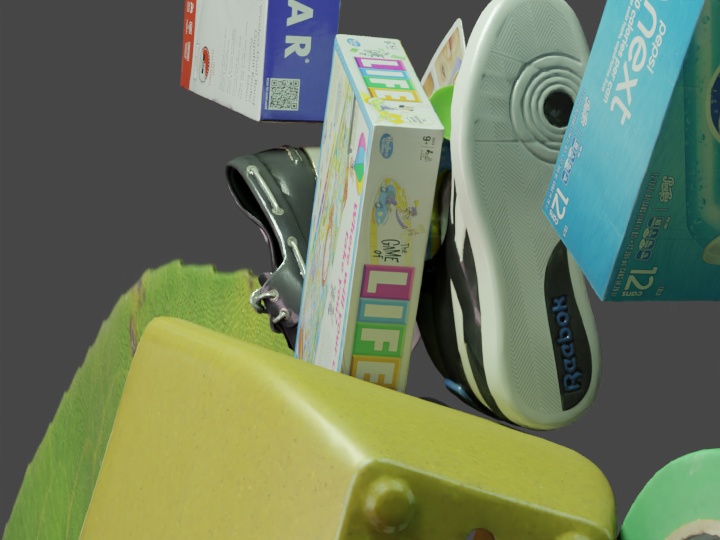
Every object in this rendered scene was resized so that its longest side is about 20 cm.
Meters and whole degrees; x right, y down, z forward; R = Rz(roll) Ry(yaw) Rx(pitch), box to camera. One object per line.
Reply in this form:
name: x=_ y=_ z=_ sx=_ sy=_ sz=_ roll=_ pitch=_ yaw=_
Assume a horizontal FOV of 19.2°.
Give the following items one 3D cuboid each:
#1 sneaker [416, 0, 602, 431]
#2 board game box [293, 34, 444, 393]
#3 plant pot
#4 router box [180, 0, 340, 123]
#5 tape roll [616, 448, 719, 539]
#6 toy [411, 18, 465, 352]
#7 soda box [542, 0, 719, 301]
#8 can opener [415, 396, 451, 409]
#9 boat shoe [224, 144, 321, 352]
sneaker: x=0.058 y=-0.027 z=0.997 sx=0.112 sy=0.073 sz=0.200 roll=179 pitch=89 yaw=-68
board game box: x=0.000 y=0.000 z=1.047 sx=0.134 sy=0.034 sz=0.200 roll=-108 pitch=24 yaw=-64
plant pot: x=-0.001 y=0.140 z=0.883 sx=0.200 sy=0.194 sz=0.196 roll=0 pitch=72 yaw=69
router box: x=-0.062 y=-0.204 z=1.348 sx=0.179 sy=0.049 sz=0.200 roll=-151 pitch=63 yaw=-67
tape roll: x=0.152 y=0.165 z=0.786 sx=0.200 sy=0.048 sz=0.201 roll=179 pitch=90 yaw=-70
toy: x=0.016 y=-0.033 z=1.143 sx=0.200 sy=0.047 sz=0.115 roll=123 pitch=143 yaw=-55
soda box: x=0.134 y=-0.086 z=0.811 sx=0.068 sy=0.064 sz=0.200 roll=-117 pitch=33 yaw=-49
can opener: x=0.025 y=0.168 z=1.123 sx=0.066 sy=0.053 sz=0.200 roll=11 pitch=99 yaw=53
boat shoe: x=-0.041 y=0.016 z=1.272 sx=0.073 sy=0.063 sz=0.200 roll=125 pitch=140 yaw=-56
